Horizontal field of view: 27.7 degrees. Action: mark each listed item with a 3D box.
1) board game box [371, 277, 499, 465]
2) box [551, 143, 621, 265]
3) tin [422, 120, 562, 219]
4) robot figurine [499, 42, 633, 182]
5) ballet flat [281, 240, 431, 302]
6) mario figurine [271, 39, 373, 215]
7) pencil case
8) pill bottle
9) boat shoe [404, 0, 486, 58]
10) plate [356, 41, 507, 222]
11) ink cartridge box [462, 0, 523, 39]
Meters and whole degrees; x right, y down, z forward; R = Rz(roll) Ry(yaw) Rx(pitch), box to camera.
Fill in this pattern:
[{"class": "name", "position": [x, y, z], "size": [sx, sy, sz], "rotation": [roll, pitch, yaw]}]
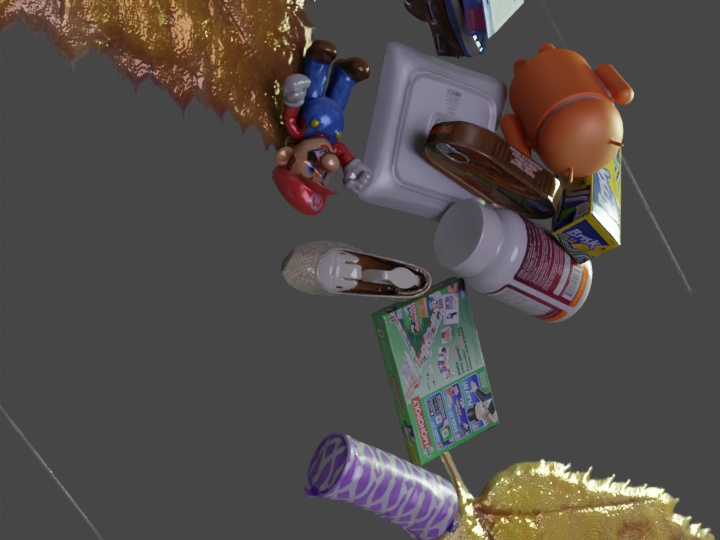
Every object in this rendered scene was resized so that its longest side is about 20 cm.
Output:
[{"class": "board game box", "position": [0.097, 0.126, 1.855], "size": [0.133, 0.029, 0.203], "rotation": [-22, 105, -30]}, {"class": "box", "position": [0.293, -0.107, 1.890], "size": [0.070, 0.064, 0.202], "rotation": [42, 38, -28]}, {"class": "tin", "position": [0.163, -0.123, 1.797], "size": [0.199, 0.111, 0.042], "rotation": [31, 67, -32]}, {"class": "robot figurine", "position": [0.257, -0.197, 1.843], "size": [0.142, 0.201, 0.118], "rotation": [-4, 135, -20]}, {"class": "ballet flat", "position": [0.000, 0.000, 1.762], "size": [0.198, 0.062, 0.069], "rotation": [5, 87, -33]}, {"class": "mario figurine", "position": [-0.037, -0.161, 1.699], "size": [0.122, 0.106, 0.203], "rotation": [12, 77, 1]}, {"class": "pencil case", "position": [0.028, 0.268, 1.792], "size": [0.199, 0.084, 0.086], "rotation": [29, 101, -30]}, {"class": "pill bottle", "position": [0.193, -0.014, 1.855], "size": [0.199, 0.109, 0.111], "rotation": [24, 80, -36]}, {"class": "boat shoe", "position": [0.088, -0.337, 1.773], "size": [0.073, 0.071, 0.201], "rotation": [-76, 148, -48]}, {"class": "plate", "position": [0.099, -0.165, 1.835], "size": [0.197, 0.032, 0.203], "rotation": [14, 85, -33]}, {"class": "ink cartridge box", "position": [0.155, -0.361, 1.785], "size": [0.200, 0.041, 0.121], "rotation": [-54, 137, -62]}]
